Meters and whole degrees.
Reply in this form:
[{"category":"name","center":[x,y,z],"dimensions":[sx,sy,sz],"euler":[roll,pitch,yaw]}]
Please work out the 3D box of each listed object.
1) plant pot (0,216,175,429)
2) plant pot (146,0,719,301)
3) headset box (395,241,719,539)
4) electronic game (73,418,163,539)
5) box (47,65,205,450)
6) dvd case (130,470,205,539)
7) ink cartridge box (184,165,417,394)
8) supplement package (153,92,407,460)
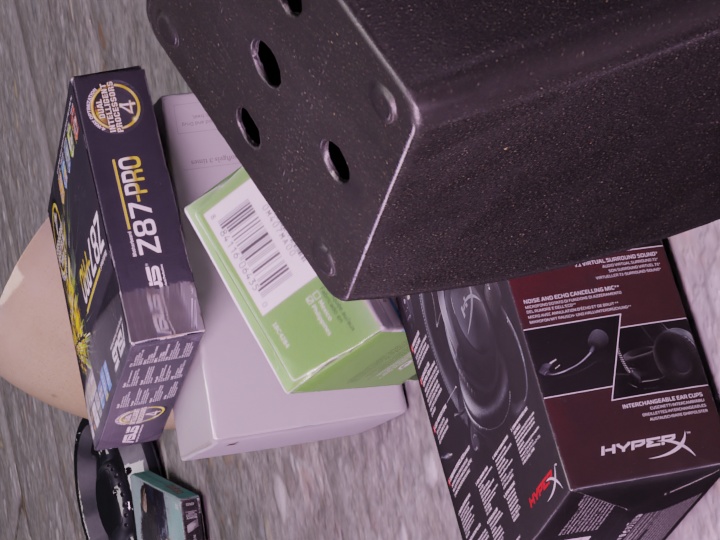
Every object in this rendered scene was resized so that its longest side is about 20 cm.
[{"category":"plant pot","center":[-0.132,0.028,1.603],"dimensions":[0.134,0.200,0.201],"euler":[35,145,16]},{"category":"plant pot","center":[0.038,-0.105,0.827],"dimensions":[0.200,0.177,0.200],"euler":[56,156,16]},{"category":"headset box","center":[0.076,0.024,1.034],"dimensions":[0.149,0.077,0.201],"euler":[114,146,-60]},{"category":"electronic game","center":[-0.212,0.207,2.151],"dimensions":[0.200,0.041,0.202],"euler":[33,128,58]},{"category":"box","center":[-0.139,-0.002,1.389],"dimensions":[0.200,0.049,0.162],"euler":[120,137,-66]},{"category":"dvd case","center":[-0.151,0.276,1.997],"dimensions":[0.146,0.022,0.202],"euler":[-168,70,-68]},{"category":"ink cartridge box","center":[0.000,0.000,1.193],"dimensions":[0.104,0.059,0.200],"euler":[60,-162,13]},{"category":"supplement package","center":[-0.057,0.001,1.405],"dimensions":[0.117,0.116,0.202],"euler":[148,114,-72]}]
